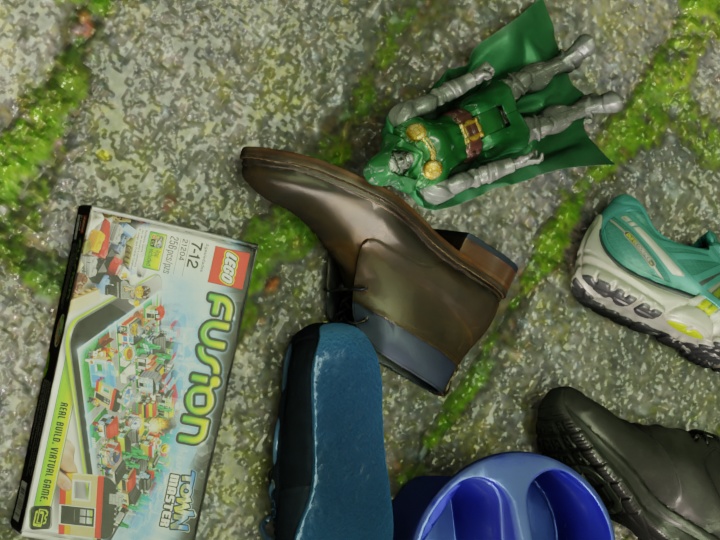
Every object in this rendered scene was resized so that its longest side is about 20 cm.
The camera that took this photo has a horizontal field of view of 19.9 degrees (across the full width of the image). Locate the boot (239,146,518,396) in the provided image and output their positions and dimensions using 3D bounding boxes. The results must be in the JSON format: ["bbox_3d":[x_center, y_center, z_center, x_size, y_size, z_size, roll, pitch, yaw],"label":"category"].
[{"bbox_3d":[0.000,0.000,1.272,0.199,0.075,0.097,26,81,-20],"label":"boot"}]

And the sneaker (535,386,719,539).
[{"bbox_3d":[0.195,0.133,1.355,0.200,0.076,0.091,43,69,-23],"label":"sneaker"}]

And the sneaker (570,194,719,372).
[{"bbox_3d":[0.235,0.017,1.357,0.199,0.077,0.080,28,75,-18],"label":"sneaker"}]

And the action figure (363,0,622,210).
[{"bbox_3d":[0.078,-0.090,1.276,0.200,0.055,0.119,-27,90,-36],"label":"action figure"}]

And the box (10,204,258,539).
[{"bbox_3d":[-0.137,0.069,1.247,0.110,0.035,0.201,12,88,-19],"label":"box"}]

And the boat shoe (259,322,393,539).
[{"bbox_3d":[-0.018,0.132,1.277,0.084,0.069,0.201,8,91,-28],"label":"boat shoe"}]

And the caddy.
[{"bbox_3d":[0.090,0.212,1.294,0.141,0.105,0.201,-5,94,-20],"label":"caddy"}]
